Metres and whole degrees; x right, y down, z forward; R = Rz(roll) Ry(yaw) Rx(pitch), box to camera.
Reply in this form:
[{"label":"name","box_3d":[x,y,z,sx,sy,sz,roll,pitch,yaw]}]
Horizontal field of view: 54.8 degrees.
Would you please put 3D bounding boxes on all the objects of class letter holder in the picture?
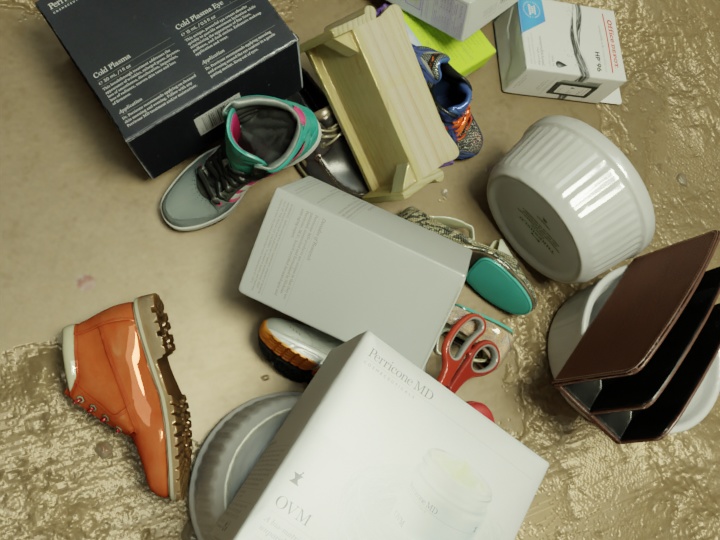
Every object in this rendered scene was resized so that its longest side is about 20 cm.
[{"label":"letter holder","box_3d":[0.323,0.069,0.728,0.101,0.142,0.200,43,66,-3]}]

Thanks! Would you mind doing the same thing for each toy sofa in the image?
[{"label":"toy sofa","box_3d":[0.020,-0.180,0.764,0.098,0.083,0.200,-37,111,-29]}]

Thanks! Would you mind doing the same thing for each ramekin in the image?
[{"label":"ramekin","box_3d":[-0.063,0.216,0.682,0.200,0.105,0.201,5,73,-17]},{"label":"ramekin","box_3d":[0.330,0.100,0.853,0.200,0.098,0.201,5,74,-17]},{"label":"ramekin","box_3d":[0.237,-0.075,0.823,0.094,0.202,0.202,-37,89,-12]}]

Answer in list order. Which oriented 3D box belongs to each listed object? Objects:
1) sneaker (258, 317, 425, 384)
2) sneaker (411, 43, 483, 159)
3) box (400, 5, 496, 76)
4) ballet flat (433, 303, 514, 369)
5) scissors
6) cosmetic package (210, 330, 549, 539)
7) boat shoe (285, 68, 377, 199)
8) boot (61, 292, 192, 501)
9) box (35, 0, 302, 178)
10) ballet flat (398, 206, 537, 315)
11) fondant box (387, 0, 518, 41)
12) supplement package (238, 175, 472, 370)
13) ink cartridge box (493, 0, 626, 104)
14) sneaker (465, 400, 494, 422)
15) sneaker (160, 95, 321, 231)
[{"label":"sneaker","box_3d":[-0.015,0.088,0.760,0.200,0.076,0.092,28,60,-18]},{"label":"sneaker","box_3d":[0.102,-0.193,0.831,0.200,0.078,0.075,35,76,-49]},{"label":"box","box_3d":[0.066,-0.280,0.898,0.200,0.048,0.122,-35,87,-24]},{"label":"ballet flat","box_3d":[0.087,0.058,0.801,0.200,0.068,0.067,28,76,-8]},{"label":"scissors","box_3d":[0.082,0.131,0.751,0.200,0.014,0.073,-44,109,-22]},{"label":"cosmetic package","box_3d":[0.017,0.195,0.593,0.199,0.123,0.200,36,65,-6]},{"label":"boat shoe","box_3d":[-0.052,-0.163,0.811,0.200,0.073,0.074,48,66,-1]},{"label":"boot","box_3d":[-0.226,0.132,0.677,0.107,0.075,0.200,-15,81,-7]},{"label":"box","box_3d":[-0.192,-0.234,0.732,0.200,0.104,0.182,-33,80,-9]},{"label":"ballet flat","box_3d":[0.133,-0.022,0.843,0.200,0.068,0.075,27,52,-7]},{"label":"fondant box","box_3d":[0.100,-0.390,0.893,0.200,0.058,0.144,36,61,22]},{"label":"supplement package","box_3d":[0.000,0.000,0.712,0.200,0.117,0.118,25,107,6]},{"label":"ink cartridge box","box_3d":[0.296,-0.306,0.974,0.200,0.068,0.116,1,75,-19]},{"label":"sneaker","box_3d":[0.123,0.234,0.733,0.078,0.116,0.200,20,70,-13]},{"label":"sneaker","box_3d":[-0.130,-0.111,0.716,0.200,0.121,0.084,-36,87,-1]}]
